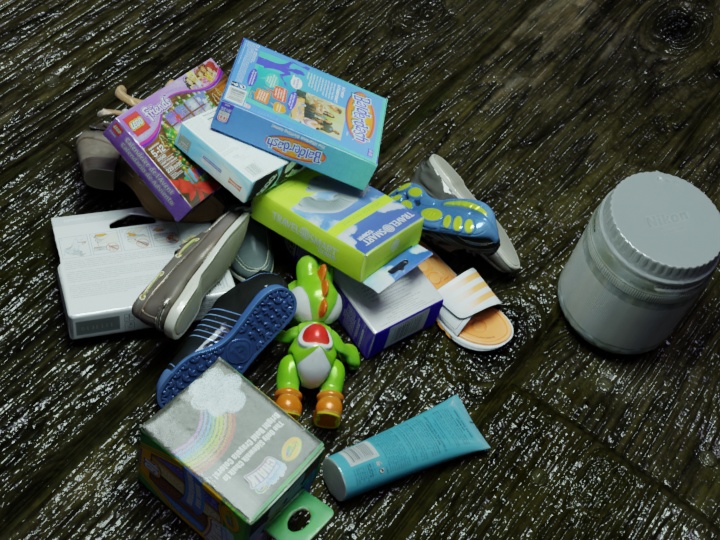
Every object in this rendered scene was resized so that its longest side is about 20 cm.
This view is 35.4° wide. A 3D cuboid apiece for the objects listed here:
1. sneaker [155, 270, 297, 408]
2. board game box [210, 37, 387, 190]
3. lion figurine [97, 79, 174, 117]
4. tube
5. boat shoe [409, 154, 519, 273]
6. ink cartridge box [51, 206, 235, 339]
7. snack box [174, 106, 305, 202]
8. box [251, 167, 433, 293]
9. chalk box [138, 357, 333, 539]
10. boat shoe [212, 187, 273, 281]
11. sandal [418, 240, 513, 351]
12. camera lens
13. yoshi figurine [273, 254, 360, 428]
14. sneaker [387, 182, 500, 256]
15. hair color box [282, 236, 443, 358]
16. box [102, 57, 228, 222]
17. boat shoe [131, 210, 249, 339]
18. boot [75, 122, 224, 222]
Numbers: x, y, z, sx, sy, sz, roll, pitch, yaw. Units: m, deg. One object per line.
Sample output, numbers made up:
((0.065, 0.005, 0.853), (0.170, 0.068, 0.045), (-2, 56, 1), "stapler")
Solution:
((-0.160, 0.080, 1.307), (0.200, 0.070, 0.078), (-41, 30, -4), "sneaker")
((-0.070, -0.192, 1.372), (0.199, 0.045, 0.153), (22, 39, -9), "board game box")
((-0.234, -0.186, 1.450), (0.122, 0.073, 0.200), (41, 34, 12), "lion figurine")
((0.052, 0.204, 1.295), (0.199, 0.051, 0.078), (-18, 64, -28), "tube")
((0.138, -0.065, 1.505), (0.067, 0.057, 0.201), (1, 49, -57), "boat shoe")
((-0.267, -0.005, 1.375), (0.198, 0.044, 0.174), (-8, 44, -18), "ink cartridge box")
((-0.118, -0.163, 1.377), (0.116, 0.037, 0.200), (40, 40, 13), "snack box")
((-0.020, -0.059, 1.362), (0.199, 0.048, 0.122), (31, 42, 25), "box")
((-0.123, 0.218, 1.197), (0.200, 0.124, 0.125), (39, 55, 15), "chalk box")
((-0.154, -0.075, 1.436), (0.072, 0.062, 0.201), (-6, 57, -17), "boat shoe")
((0.110, 0.017, 1.429), (0.079, 0.059, 0.207), (-35, 68, -30), "sandal")
((0.345, -0.004, 1.406), (0.158, 0.201, 0.161), (6, 54, -8), "camera lens")
((-0.062, 0.085, 1.340), (0.111, 0.112, 0.202), (-11, 64, 30), "yoshi figurine")
((0.096, -0.057, 1.445), (0.199, 0.083, 0.071), (17, 59, 43), "sneaker")
((0.000, 0.000, 1.415), (0.109, 0.065, 0.201), (-24, 64, -26), "hair color box")
((-0.202, -0.164, 1.382), (0.137, 0.039, 0.200), (49, 42, -6), "box")
((-0.192, -0.006, 1.309), (0.059, 0.072, 0.201), (22, 50, 9), "boat shoe")
((-0.265, -0.136, 1.441), (0.198, 0.071, 0.147), (17, 29, -11), "boot")
